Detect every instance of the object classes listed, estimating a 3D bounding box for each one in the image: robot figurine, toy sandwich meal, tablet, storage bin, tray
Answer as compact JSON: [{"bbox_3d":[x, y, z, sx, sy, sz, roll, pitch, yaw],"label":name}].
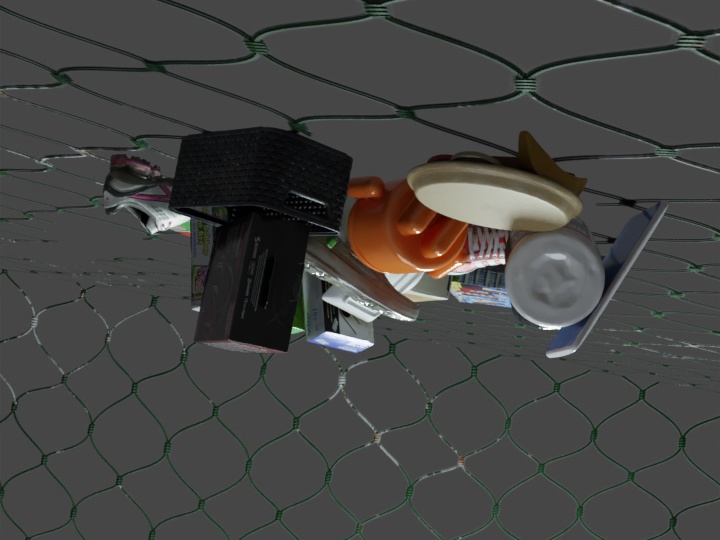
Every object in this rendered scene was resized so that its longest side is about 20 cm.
[{"bbox_3d":[0.056,-0.052,1.453,0.142,0.118,0.200,3,177,-23],"label":"robot figurine"},{"bbox_3d":[0.146,-0.095,1.243,0.203,0.071,0.205,11,169,2],"label":"toy sandwich meal"},{"bbox_3d":[0.281,0.013,1.369,0.014,0.201,0.130,33,171,0],"label":"tablet"},{"bbox_3d":[-0.120,-0.103,1.424,0.135,0.095,0.199,18,168,-41],"label":"storage bin"},{"bbox_3d":[0.050,-0.006,1.602,0.107,0.200,0.022,29,-156,-44],"label":"tray"}]

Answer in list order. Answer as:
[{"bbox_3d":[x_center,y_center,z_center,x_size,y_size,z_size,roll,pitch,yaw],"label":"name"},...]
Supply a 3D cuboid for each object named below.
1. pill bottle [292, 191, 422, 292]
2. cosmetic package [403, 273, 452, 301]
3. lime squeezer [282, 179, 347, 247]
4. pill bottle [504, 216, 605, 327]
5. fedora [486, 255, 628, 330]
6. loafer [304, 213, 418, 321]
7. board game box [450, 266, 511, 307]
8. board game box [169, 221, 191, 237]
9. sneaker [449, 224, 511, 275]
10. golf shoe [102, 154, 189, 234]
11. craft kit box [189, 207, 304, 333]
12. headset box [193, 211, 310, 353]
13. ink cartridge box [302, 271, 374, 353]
[{"bbox_3d":[-0.010,-0.041,1.634,0.199,0.112,0.111,17,169,-40],"label":"pill bottle"},{"bbox_3d":[0.066,-0.008,1.803,0.070,0.106,0.200,13,173,-22],"label":"cosmetic package"},{"bbox_3d":[-0.055,-0.091,1.515,0.038,0.071,0.200,30,-174,-38],"label":"lime squeezer"},{"bbox_3d":[0.221,-0.011,1.385,0.110,0.112,0.200,10,-167,5],"label":"pill bottle"},{"bbox_3d":[0.272,0.030,1.663,0.198,0.093,0.201,-1,-170,0],"label":"fedora"},{"bbox_3d":[0.000,0.000,1.538,0.199,0.070,0.070,33,169,-24],"label":"loafer"},{"bbox_3d":[0.243,0.020,1.915,0.198,0.062,0.200,7,171,13],"label":"board game box"},{"bbox_3d":[-0.234,-0.076,1.936,0.152,0.041,0.199,5,170,33],"label":"board game box"},{"bbox_3d":[0.179,-0.034,1.528,0.198,0.072,0.112,-4,178,-16],"label":"sneaker"},{"bbox_3d":[-0.273,-0.091,1.678,0.199,0.093,0.072,20,168,-38],"label":"golf shoe"},{"bbox_3d":[-0.151,-0.027,1.605,0.048,0.200,0.199,-11,162,31],"label":"craft kit box"},{"bbox_3d":[-0.126,0.018,1.404,0.074,0.150,0.200,13,173,-19],"label":"headset box"},{"bbox_3d":[-0.036,0.009,1.701,0.093,0.202,0.044,17,147,-39],"label":"ink cartridge box"}]
